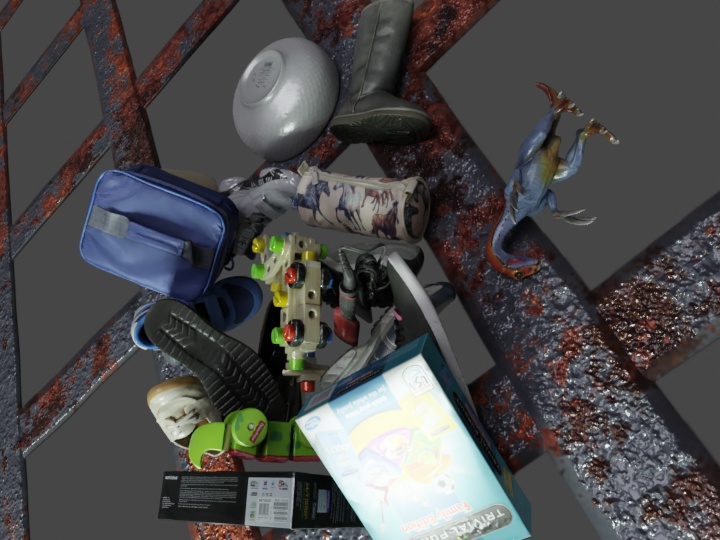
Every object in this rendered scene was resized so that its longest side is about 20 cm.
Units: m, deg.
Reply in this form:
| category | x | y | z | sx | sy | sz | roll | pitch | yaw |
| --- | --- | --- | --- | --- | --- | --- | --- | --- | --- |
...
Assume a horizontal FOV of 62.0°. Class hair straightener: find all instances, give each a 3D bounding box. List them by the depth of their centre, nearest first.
| category | x | y | z | sx | sy | sz | roll | pitch | yaw |
| --- | --- | --- | --- | --- | --- | --- | --- | --- | --- |
| hair straightener | -0.002 | 0.015 | 0.639 | 0.040 | 0.201 | 0.078 | 29 | 69 | 17 |

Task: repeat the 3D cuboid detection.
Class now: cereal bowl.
| category | x | y | z | sx | sy | sz | roll | pitch | yaw |
| --- | --- | --- | --- | --- | --- | --- | --- | --- | --- |
| cereal bowl | -0.133 | -0.282 | 0.948 | 0.196 | 0.083 | 0.207 | -14 | 65 | 32 |

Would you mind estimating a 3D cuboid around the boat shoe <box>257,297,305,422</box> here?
| category | x | y | z | sx | sy | sz | roll | pitch | yaw |
| --- | --- | --- | --- | --- | --- | --- | --- | --- | --- |
| boat shoe | -0.109 | 0.139 | 0.781 | 0.070 | 0.060 | 0.208 | -7 | 68 | 33 |

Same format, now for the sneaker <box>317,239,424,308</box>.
| category | x | y | z | sx | sy | sz | roll | pitch | yaw |
| --- | --- | --- | --- | --- | --- | --- | --- | --- | --- |
| sneaker | 0.000 | 0.000 | 0.759 | 0.197 | 0.076 | 0.079 | 2 | 34 | 46 |

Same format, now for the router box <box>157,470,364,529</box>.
| category | x | y | z | sx | sy | sz | roll | pitch | yaw |
| --- | --- | --- | --- | --- | --- | --- | --- | --- | --- |
| router box | -0.101 | 0.255 | 0.669 | 0.195 | 0.156 | 0.054 | -11 | 65 | 31 |

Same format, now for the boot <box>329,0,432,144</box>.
| category | x | y | z | sx | sy | sz | roll | pitch | yaw |
| --- | --- | --- | --- | --- | --- | --- | --- | --- | --- |
| boot | 0.045 | -0.282 | 0.836 | 0.178 | 0.072 | 0.205 | 10 | 72 | 36 |

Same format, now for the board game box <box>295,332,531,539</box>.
| category | x | y | z | sx | sy | sz | roll | pitch | yaw |
| --- | --- | --- | --- | --- | --- | --- | --- | --- | --- |
| board game box | 0.052 | 0.186 | 0.578 | 0.149 | 0.047 | 0.203 | -30 | 98 | 22 |

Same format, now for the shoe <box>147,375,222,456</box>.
| category | x | y | z | sx | sy | sz | roll | pitch | yaw |
| --- | --- | --- | --- | --- | --- | --- | --- | --- | --- |
| shoe | -0.213 | 0.190 | 0.765 | 0.069 | 0.202 | 0.054 | -28 | 62 | -11 |

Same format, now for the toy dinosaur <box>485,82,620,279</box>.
| category | x | y | z | sx | sy | sz | roll | pitch | yaw |
| --- | --- | --- | --- | --- | --- | --- | --- | --- | --- |
| toy dinosaur | 0.197 | -0.089 | 0.661 | 0.183 | 0.103 | 0.201 | -54 | 13 | 22 |

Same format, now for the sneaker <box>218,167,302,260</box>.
| category | x | y | z | sx | sy | sz | roll | pitch | yaw |
| --- | --- | --- | --- | --- | --- | --- | --- | --- | --- |
| sneaker | -0.149 | -0.080 | 0.890 | 0.196 | 0.074 | 0.119 | 0 | 73 | 41 |

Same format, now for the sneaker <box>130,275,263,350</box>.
| category | x | y | z | sx | sy | sz | roll | pitch | yaw |
| --- | --- | --- | --- | --- | --- | --- | --- | --- | --- |
| sneaker | -0.232 | 0.066 | 0.848 | 0.194 | 0.082 | 0.076 | -19 | 100 | -2 |

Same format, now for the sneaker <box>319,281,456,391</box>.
| category | x | y | z | sx | sy | sz | roll | pitch | yaw |
| --- | --- | --- | --- | --- | --- | --- | --- | --- | --- |
| sneaker | 0.047 | 0.099 | 0.689 | 0.200 | 0.077 | 0.087 | -47 | 70 | 15 |

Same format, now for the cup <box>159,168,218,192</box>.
| category | x | y | z | sx | sy | sz | roll | pitch | yaw |
| --- | --- | --- | --- | --- | --- | --- | --- | --- | --- |
| cup | -0.328 | -0.075 | 0.936 | 0.199 | 0.140 | 0.206 | -31 | 50 | 46 |

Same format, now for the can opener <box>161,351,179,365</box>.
| category | x | y | z | sx | sy | sz | roll | pitch | yaw |
| --- | --- | --- | --- | --- | --- | --- | --- | --- | --- |
| can opener | -0.248 | 0.133 | 0.903 | 0.198 | 0.052 | 0.069 | 34 | 125 | 39 |

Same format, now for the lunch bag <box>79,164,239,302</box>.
| category | x | y | z | sx | sy | sz | roll | pitch | yaw |
| --- | --- | --- | --- | --- | --- | --- | --- | --- | --- |
| lunch bag | -0.256 | -0.047 | 0.793 | 0.194 | 0.133 | 0.140 | 20 | 103 | -5 |

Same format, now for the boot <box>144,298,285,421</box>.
| category | x | y | z | sx | sy | sz | roll | pitch | yaw |
| --- | --- | --- | --- | --- | --- | --- | --- | --- | --- |
| boot | -0.177 | 0.107 | 0.753 | 0.077 | 0.201 | 0.138 | -42 | 9 | -10 |

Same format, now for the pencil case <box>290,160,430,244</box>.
| category | x | y | z | sx | sy | sz | roll | pitch | yaw |
| --- | --- | --- | --- | --- | --- | --- | --- | --- | --- |
| pencil case | 0.001 | -0.088 | 0.769 | 0.196 | 0.090 | 0.079 | 13 | 62 | 38 |

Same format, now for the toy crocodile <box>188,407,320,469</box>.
| category | x | y | z | sx | sy | sz | roll | pitch | yaw |
| --- | --- | --- | --- | --- | --- | --- | --- | --- | --- |
| toy crocodile | -0.093 | 0.190 | 0.671 | 0.067 | 0.194 | 0.064 | -28 | 56 | 60 |

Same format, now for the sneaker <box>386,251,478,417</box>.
| category | x | y | z | sx | sy | sz | roll | pitch | yaw |
| --- | --- | --- | --- | --- | --- | --- | --- | --- | --- |
| sneaker | 0.045 | 0.090 | 0.614 | 0.097 | 0.071 | 0.205 | -23 | 99 | 3 |

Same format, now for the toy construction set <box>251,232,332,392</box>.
| category | x | y | z | sx | sy | sz | roll | pitch | yaw |
| --- | --- | --- | --- | --- | --- | --- | --- | --- | --- |
| toy construction set | -0.079 | 0.045 | 0.713 | 0.130 | 0.090 | 0.207 | -20 | 80 | 55 |
